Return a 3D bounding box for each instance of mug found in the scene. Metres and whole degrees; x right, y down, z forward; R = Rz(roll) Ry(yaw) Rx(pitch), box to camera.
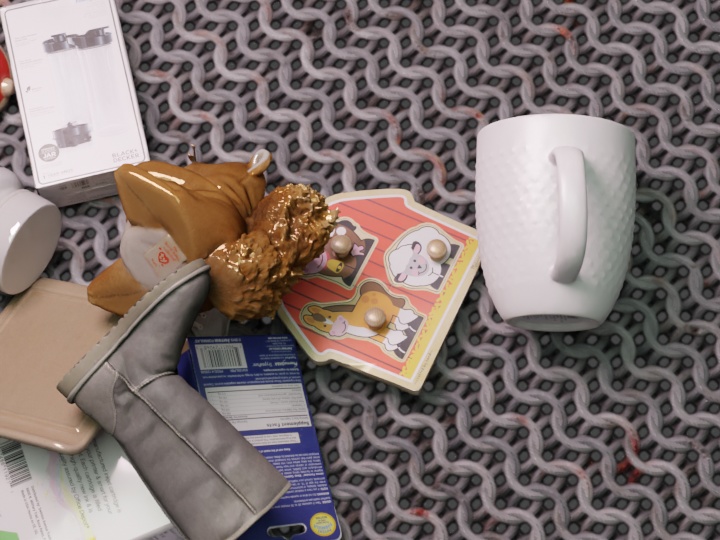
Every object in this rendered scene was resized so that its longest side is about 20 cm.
[{"bbox_3d":[0.178,-0.043,1.468,0.147,0.200,0.176,2,78,-1],"label":"mug"}]

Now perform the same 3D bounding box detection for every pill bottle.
[{"bbox_3d":[-0.391,-0.062,1.550,0.200,0.114,0.114,27,76,16],"label":"pill bottle"}]

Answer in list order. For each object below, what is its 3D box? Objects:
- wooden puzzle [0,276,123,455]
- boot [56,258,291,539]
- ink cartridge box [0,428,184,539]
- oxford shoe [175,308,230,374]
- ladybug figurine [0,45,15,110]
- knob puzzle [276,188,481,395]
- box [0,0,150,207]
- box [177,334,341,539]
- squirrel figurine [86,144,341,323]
[{"bbox_3d":[-0.275,0.086,1.482,0.185,0.037,0.200,10,44,30],"label":"wooden puzzle"},{"bbox_3d":[-0.133,0.116,1.376,0.200,0.073,0.182,45,96,6],"label":"boot"},{"bbox_3d":[-0.255,0.201,1.477,0.199,0.084,0.145,-22,71,-3],"label":"ink cartridge box"},{"bbox_3d":[-0.158,0.042,1.537,0.075,0.058,0.201,-1,70,6],"label":"oxford shoe"},{"bbox_3d":[-0.442,-0.202,1.626,0.199,0.072,0.136,7,72,6],"label":"ladybug figurine"},{"bbox_3d":[0.000,0.000,1.539,0.219,0.030,0.220,-1,64,2],"label":"knob puzzle"},{"bbox_3d":[-0.278,-0.171,1.607,0.116,0.060,0.201,-14,72,-6],"label":"box"},{"bbox_3d":[-0.093,0.156,1.474,0.121,0.032,0.201,1,65,-38],"label":"box"},{"bbox_3d":[-0.120,-0.035,1.485,0.199,0.187,0.142,18,116,17],"label":"squirrel figurine"}]
